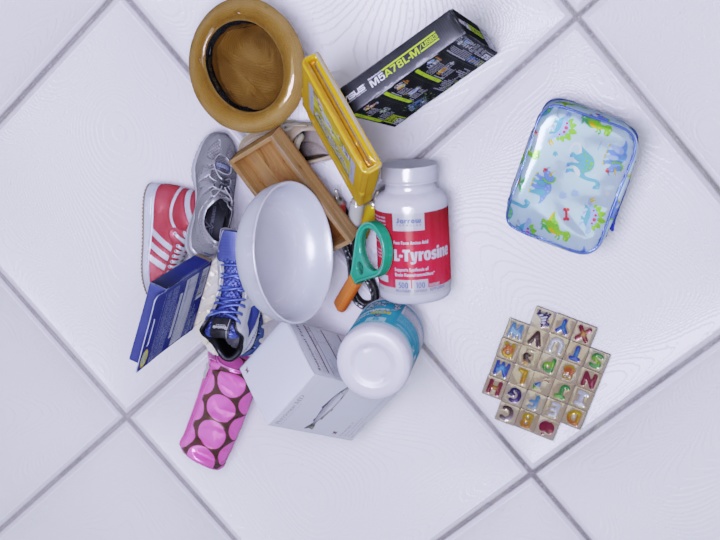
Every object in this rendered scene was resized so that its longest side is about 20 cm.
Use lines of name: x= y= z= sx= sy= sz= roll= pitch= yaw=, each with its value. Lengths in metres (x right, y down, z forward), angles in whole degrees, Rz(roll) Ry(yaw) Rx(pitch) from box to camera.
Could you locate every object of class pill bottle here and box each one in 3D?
pill bottle: x=0.036 y=0.108 z=1.621 sx=0.109 sy=0.200 sz=0.112 roll=3 pitch=105 yaw=11
pill bottle: x=0.077 y=-0.060 z=1.611 sx=0.111 sy=0.112 sz=0.203 roll=-1 pitch=105 yaw=12

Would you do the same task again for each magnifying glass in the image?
magnifying glass: x=0.000 y=0.000 z=1.635 sx=0.080 sy=0.022 sz=0.201 roll=63 pitch=148 yaw=24

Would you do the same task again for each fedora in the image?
fedora: x=-0.159 y=-0.304 z=1.610 sx=0.198 sy=0.082 sz=0.204 roll=3 pitch=98 yaw=20

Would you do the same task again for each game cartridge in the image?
game cartridge: x=-0.031 y=-0.188 z=1.493 sx=0.032 sy=0.200 sz=0.178 roll=-28 pitch=83 yaw=-9

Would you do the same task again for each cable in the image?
cable: x=-0.016 y=-0.033 z=1.672 sx=0.096 sy=0.050 sz=0.203 roll=4 pitch=106 yaw=11

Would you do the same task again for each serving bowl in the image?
serving bowl: x=-0.118 y=-0.025 z=1.544 sx=0.065 sy=0.200 sz=0.203 roll=-2 pitch=106 yaw=31

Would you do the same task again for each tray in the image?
tray: x=-0.100 y=-0.112 z=1.626 sx=0.098 sy=0.037 sz=0.201 roll=-24 pitch=112 yaw=38

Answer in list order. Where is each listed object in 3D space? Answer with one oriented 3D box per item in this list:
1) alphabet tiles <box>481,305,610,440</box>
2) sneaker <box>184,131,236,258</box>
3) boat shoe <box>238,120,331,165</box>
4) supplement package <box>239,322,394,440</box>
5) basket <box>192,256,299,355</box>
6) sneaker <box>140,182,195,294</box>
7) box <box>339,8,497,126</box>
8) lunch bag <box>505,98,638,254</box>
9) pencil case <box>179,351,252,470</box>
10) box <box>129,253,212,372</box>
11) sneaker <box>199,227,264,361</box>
alphabet tiles: x=0.288 y=0.162 z=1.683 sx=0.165 sy=0.006 sz=0.202 roll=20 pitch=109 yaw=6
sneaker: x=-0.214 y=-0.116 z=1.646 sx=0.082 sy=0.074 sz=0.203 roll=-11 pitch=72 yaw=55
boat shoe: x=-0.098 y=-0.190 z=1.638 sx=0.197 sy=0.065 sz=0.073 roll=-4 pitch=104 yaw=13
supplement package: x=-0.063 y=0.169 z=1.647 sx=0.117 sy=0.199 sz=0.118 roll=-47 pitch=52 yaw=20
basket: x=-0.180 y=0.021 z=1.684 sx=0.199 sy=0.123 sz=0.136 roll=-35 pitch=96 yaw=19
sneaker: x=-0.287 y=-0.036 z=1.720 sx=0.111 sy=0.071 sz=0.203 roll=4 pitch=104 yaw=14
box: x=0.083 y=-0.276 z=1.503 sx=0.192 sy=0.200 sz=0.048 roll=-31 pitch=83 yaw=20
lunch bag: x=0.306 y=-0.133 z=1.557 sx=0.159 sy=0.082 sz=0.202 roll=20 pitch=109 yaw=7
pencil case: x=-0.235 y=0.228 z=1.775 sx=0.093 sy=0.091 sz=0.202 roll=11 pitch=109 yaw=-28
box: x=-0.276 y=0.058 z=1.546 sx=0.032 sy=0.200 sz=0.122 roll=21 pitch=109 yaw=7
sneaker: x=-0.180 y=0.046 z=1.565 sx=0.079 sy=0.115 sz=0.202 roll=6 pitch=106 yaw=10
